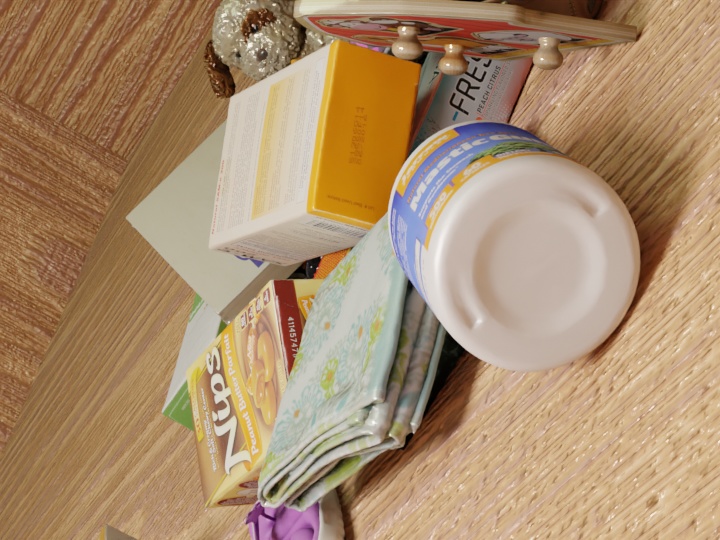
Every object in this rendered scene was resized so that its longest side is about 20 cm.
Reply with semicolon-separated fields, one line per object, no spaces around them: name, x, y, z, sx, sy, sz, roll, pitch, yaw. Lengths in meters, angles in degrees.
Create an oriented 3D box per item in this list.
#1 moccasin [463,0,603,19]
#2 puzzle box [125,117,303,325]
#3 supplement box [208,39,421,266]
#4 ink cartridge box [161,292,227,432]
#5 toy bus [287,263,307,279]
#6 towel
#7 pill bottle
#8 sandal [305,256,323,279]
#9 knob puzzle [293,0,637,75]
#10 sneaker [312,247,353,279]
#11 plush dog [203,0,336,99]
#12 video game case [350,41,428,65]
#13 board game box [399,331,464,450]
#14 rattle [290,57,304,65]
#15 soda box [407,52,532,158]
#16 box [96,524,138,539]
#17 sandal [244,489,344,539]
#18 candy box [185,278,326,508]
moccasin;0.071;-0.200;1.189;0.200;0.078;0.074;10;69;41
puzzle box;-0.110;-0.044;1.439;0.133;0.025;0.200;-43;40;-4
supplement box;-0.037;-0.081;1.252;0.200;0.073;0.127;-13;66;63
ink cartridge box;-0.116;0.047;1.543;0.104;0.059;0.201;-53;17;33
toy bus;-0.083;-0.013;1.473;0.201;0.077;0.065;-99;3;-46
towel;0.001;0.047;1.094;0.171;0.048;0.201;-41;26;52
pill bottle;0.075;-0.023;0.938;0.113;0.111;0.200;-60;14;7
sandal;0.017;-0.067;1.345;0.201;0.075;0.045;-59;2;25
knob puzzle;0.049;-0.148;1.092;0.220;0.217;0.031;-170;85;-76
sneaker;0.000;0.000;1.300;0.077;0.072;0.201;-118;48;-64
plush dog;-0.077;-0.243;1.817;0.201;0.171;0.161;-55;15;31
video game case;0.068;-0.225;1.361;0.201;0.036;0.181;-58;-16;20
board game box;0.059;0.006;1.121;0.201;0.028;0.135;-60;14;10
rattle;-0.039;-0.084;1.453;0.200;0.142;0.132;-24;57;59
soda box;0.081;-0.140;1.259;0.201;0.063;0.068;-66;14;-17
box;-0.185;0.303;1.302;0.125;0.097;0.200;-60;14;8
sandal;-0.052;0.172;1.163;0.083;0.050;0.203;-62;13;-2
candy box;-0.070;0.096;1.266;0.200;0.055;0.117;137;128;-57
